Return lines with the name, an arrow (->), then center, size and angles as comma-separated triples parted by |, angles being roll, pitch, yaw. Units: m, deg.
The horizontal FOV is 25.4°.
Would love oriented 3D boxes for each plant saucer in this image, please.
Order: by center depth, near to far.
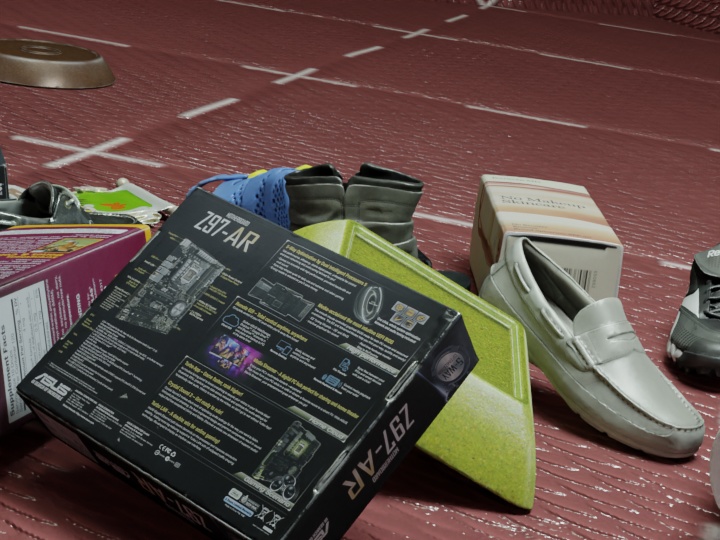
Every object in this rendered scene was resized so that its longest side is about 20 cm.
plant saucer -> 0.034, 0.041, 1.006 | 0.199, 0.048, 0.200 | 31, 18, -7
plant saucer -> -0.420, -0.274, 2.090 | 0.199, 0.035, 0.200 | 6, 15, -2

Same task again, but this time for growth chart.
growth chart -> -0.261, -0.060, 1.441 | 0.199, 0.018, 0.144 | -6, 20, -43

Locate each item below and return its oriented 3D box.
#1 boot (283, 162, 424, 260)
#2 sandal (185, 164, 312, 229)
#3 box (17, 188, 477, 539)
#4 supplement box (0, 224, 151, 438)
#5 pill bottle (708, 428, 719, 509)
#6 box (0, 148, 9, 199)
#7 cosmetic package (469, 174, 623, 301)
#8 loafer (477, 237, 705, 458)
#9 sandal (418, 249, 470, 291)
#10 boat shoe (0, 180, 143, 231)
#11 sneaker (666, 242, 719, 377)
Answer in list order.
boot -> 0.033, -0.006, 1.179 | 0.198, 0.132, 0.068 | 10, 15, 7
sandal -> -0.091, -0.049, 1.359 | 0.086, 0.080, 0.200 | -4, 1, -23
box -> -0.063, 0.055, 0.858 | 0.199, 0.044, 0.160 | 25, 64, 34
supplement box -> -0.216, 0.032, 0.969 | 0.110, 0.086, 0.200 | -1, 13, 22
pill bottle -> 0.287, 0.097, 0.966 | 0.116, 0.117, 0.200 | 16, 17, 27
box -> -0.394, -0.089, 1.392 | 0.159, 0.044, 0.200 | -5, 19, -15
cosmetic package -> 0.152, -0.013, 1.343 | 0.103, 0.088, 0.200 | 5, 16, -4
loafer -> 0.159, 0.052, 1.092 | 0.070, 0.070, 0.200 | -8, 40, -47
sandal -> 0.000, 0.000, 1.293 | 0.199, 0.048, 0.075 | 1, 16, -18
boat shoe -> -0.245, -0.034, 1.253 | 0.072, 0.071, 0.199 | 21, 20, 41
sneaker -> 0.285, 0.024, 1.268 | 0.066, 0.091, 0.200 | 10, 16, 13
